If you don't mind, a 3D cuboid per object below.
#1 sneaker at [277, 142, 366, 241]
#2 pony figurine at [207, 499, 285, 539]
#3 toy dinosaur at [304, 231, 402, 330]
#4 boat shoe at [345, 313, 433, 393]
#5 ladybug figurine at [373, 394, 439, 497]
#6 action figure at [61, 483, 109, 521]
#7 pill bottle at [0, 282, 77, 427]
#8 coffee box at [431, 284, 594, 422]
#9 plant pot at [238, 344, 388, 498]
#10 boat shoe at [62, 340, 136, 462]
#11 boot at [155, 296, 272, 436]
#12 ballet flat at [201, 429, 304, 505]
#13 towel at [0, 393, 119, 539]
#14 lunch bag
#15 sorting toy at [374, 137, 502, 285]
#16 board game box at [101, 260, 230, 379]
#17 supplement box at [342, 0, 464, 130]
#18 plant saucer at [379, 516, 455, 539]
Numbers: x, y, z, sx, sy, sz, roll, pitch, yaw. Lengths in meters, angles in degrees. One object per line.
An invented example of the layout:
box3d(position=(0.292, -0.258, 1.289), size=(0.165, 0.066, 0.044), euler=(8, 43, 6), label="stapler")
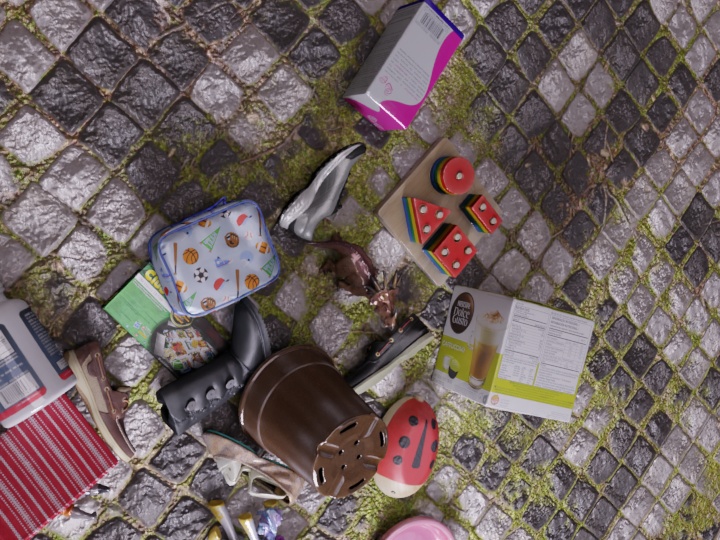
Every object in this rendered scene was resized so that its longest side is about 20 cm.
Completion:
box3d(position=(-0.055, -0.137, 1.351), size=(0.079, 0.074, 0.201), euler=(41, 85, -11), label="sneaker")
box3d(position=(-0.174, 0.498, 1.356), size=(0.190, 0.167, 0.203), euler=(-3, 104, 7), label="pony figurine")
box3d(position=(0.000, 0.000, 1.365), size=(0.086, 0.135, 0.200), euler=(-48, 113, -12), label="toy dinosaur")
box3d(position=(0.040, 0.159, 1.451), size=(0.201, 0.074, 0.063), euler=(-38, 76, -6), label="boat shoe")
box3d(position=(0.092, 0.336, 1.491), size=(0.134, 0.072, 0.203), euler=(10, 92, -27), label="ladybug figurine")
box3d(position=(-0.484, 0.300, 1.189), size=(0.192, 0.104, 0.203), euler=(6, 95, -36), label="action figure")
box3d(position=(-0.511, 0.110, 1.131), size=(0.119, 0.119, 0.201), euler=(-33, 98, -18), label="pill bottle")
box3d(position=(0.283, 0.151, 1.490), size=(0.198, 0.199, 0.200), euler=(15, 90, -26), label="coffee box")
box3d(position=(-0.068, 0.257, 1.302), size=(0.198, 0.198, 0.203), euler=(-18, 123, -31), label="plant pot")
box3d(position=(-0.392, 0.204, 1.238), size=(0.071, 0.072, 0.202), euler=(-27, 102, -19), label="boat shoe")
box3d(position=(-0.243, 0.154, 1.281), size=(0.198, 0.065, 0.167), euler=(-27, 124, -25), label="boot")
box3d(position=(-0.187, 0.337, 1.331), size=(0.198, 0.068, 0.068), euler=(27, 59, -8), label="ballet flat")
box3d(position=(-0.474, 0.291, 1.151), size=(0.145, 0.022, 0.200), euler=(51, 51, 0), label="towel")
box3d(position=(-0.232, -0.026, 1.274), size=(0.199, 0.075, 0.162), euler=(-27, 102, -28), label="lunch bag")
box3d(position=(0.161, -0.107, 1.467), size=(0.200, 0.069, 0.199), euler=(-48, 114, -13), label="sorting toy")
box3d(position=(-0.313, 0.091, 1.286), size=(0.105, 0.023, 0.200), euler=(-45, 114, -12), label="board game box")
box3d(position=(0.074, -0.355, 1.373), size=(0.101, 0.103, 0.201), euler=(37, 79, -26), label="supplement box")
box3d(position=(0.097, 0.573, 1.538), size=(0.198, 0.051, 0.204), euler=(-4, 98, -27), label="plant saucer")
